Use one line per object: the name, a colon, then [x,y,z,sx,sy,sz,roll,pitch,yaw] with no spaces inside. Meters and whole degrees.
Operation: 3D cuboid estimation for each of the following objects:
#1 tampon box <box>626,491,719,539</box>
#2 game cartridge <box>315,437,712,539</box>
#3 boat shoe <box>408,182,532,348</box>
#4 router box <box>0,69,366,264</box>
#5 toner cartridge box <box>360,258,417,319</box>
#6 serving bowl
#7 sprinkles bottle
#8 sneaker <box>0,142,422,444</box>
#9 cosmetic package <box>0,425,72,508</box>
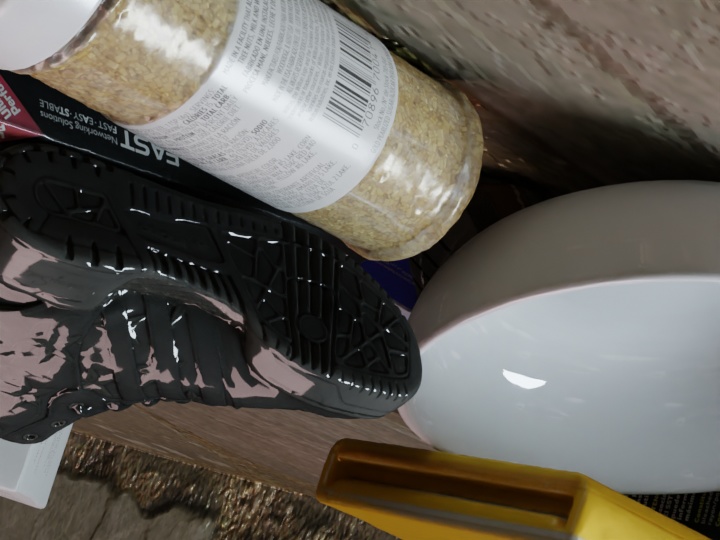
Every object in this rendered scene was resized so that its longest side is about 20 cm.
tampon box: [0.217,0.099,0.908,0.149,0.127,0.200,26,167,-32]
game cartridge: [0.106,0.121,0.822,0.199,0.033,0.176,26,167,-30]
boat shoe: [0.066,0.014,0.892,0.074,0.076,0.200,-21,159,-10]
router box: [-0.113,-0.025,0.720,0.149,0.062,0.199,-27,149,35]
toner cartridge box: [0.000,0.000,0.984,0.095,0.043,0.200,7,166,36]
serving bowl: [0.111,0.019,0.757,0.199,0.066,0.200,1,154,0]
sprinkles bottle: [-0.044,-0.065,0.634,0.068,0.069,0.200,8,166,44]
sneaker: [-0.086,0.019,0.663,0.199,0.060,0.104,24,133,-29]
cosmetic package: [-0.291,0.067,1.488,0.166,0.167,0.200,18,169,-1]
